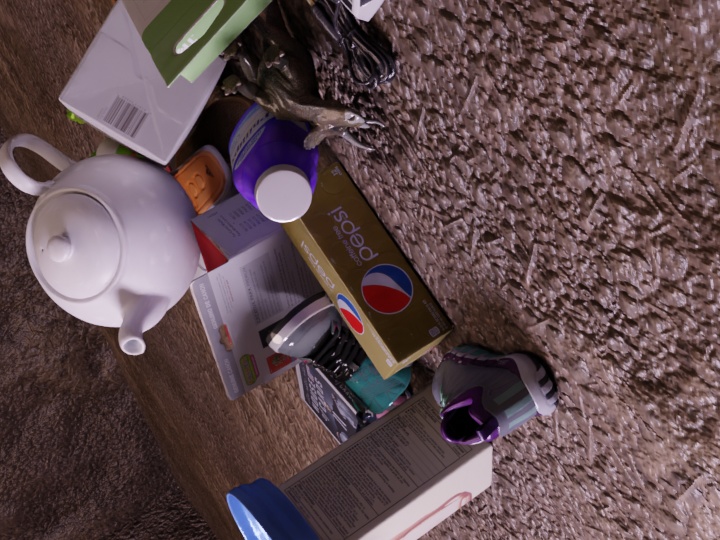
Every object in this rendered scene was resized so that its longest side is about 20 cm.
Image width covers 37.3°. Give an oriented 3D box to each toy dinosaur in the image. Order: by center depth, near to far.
[{"bbox_3d":[-0.069,-0.172,0.931,0.102,0.077,0.200,34,-161,-46],"label":"toy dinosaur"}]

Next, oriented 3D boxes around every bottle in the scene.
[{"bbox_3d":[-0.078,-0.099,0.969,0.065,0.084,0.200,32,-165,-20],"label":"bottle"}]

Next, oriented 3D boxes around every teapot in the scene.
[{"bbox_3d":[-0.275,-0.032,1.107,0.200,0.146,0.198,10,98,21],"label":"teapot"}]

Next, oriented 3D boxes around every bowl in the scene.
[{"bbox_3d":[-0.059,0.290,1.038,0.201,0.039,0.201,48,159,26],"label":"bowl"}]

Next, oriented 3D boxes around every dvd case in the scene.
[{"bbox_3d":[-0.024,0.187,1.422,0.200,0.025,0.150,45,155,33],"label":"dvd case"}]

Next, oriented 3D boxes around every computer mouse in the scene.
[{"bbox_3d":[0.001,-0.218,0.760,0.110,0.044,0.200,60,166,12],"label":"computer mouse"}]

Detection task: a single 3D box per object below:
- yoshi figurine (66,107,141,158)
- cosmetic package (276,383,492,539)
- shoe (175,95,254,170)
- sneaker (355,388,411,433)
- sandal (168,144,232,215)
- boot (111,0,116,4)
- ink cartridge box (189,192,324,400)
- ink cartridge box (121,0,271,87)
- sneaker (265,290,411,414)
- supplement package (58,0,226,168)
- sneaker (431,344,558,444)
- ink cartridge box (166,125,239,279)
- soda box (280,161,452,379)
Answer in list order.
[{"bbox_3d":[-0.298,-0.176,1.314,0.112,0.112,0.200,65,-148,-84],"label":"yoshi figurine"},{"bbox_3d":[0.027,0.220,1.087,0.103,0.200,0.087,46,158,35],"label":"cosmetic package"},{"bbox_3d":[-0.148,-0.148,1.200,0.200,0.053,0.070,-23,86,56],"label":"shoe"},{"bbox_3d":[0.020,0.167,1.201,0.200,0.082,0.070,60,161,-2],"label":"sneaker"},{"bbox_3d":[-0.211,-0.081,1.224,0.079,0.059,0.207,58,147,6],"label":"sandal"},{"bbox_3d":[-0.189,-0.273,1.096,0.155,0.074,0.200,47,163,14],"label":"boot"},{"bbox_3d":[-0.106,0.017,1.150,0.084,0.176,0.200,42,154,39],"label":"ink cartridge box"},{"bbox_3d":[-0.141,-0.233,0.908,0.059,0.104,0.200,32,-160,-48],"label":"ink cartridge box"},{"bbox_3d":[-0.011,0.090,1.083,0.121,0.084,0.200,48,-163,16],"label":"sneaker"},{"bbox_3d":[-0.224,-0.187,1.113,0.121,0.120,0.200,30,178,-10],"label":"supplement package"},{"bbox_3d":[0.090,0.115,0.949,0.074,0.088,0.200,60,160,-2],"label":"sneaker"},{"bbox_3d":[-0.203,-0.081,1.377,0.145,0.083,0.200,57,159,5],"label":"ink cartridge box"},{"bbox_3d":[0.000,0.000,1.030,0.200,0.068,0.064,55,161,11],"label":"soda box"}]
